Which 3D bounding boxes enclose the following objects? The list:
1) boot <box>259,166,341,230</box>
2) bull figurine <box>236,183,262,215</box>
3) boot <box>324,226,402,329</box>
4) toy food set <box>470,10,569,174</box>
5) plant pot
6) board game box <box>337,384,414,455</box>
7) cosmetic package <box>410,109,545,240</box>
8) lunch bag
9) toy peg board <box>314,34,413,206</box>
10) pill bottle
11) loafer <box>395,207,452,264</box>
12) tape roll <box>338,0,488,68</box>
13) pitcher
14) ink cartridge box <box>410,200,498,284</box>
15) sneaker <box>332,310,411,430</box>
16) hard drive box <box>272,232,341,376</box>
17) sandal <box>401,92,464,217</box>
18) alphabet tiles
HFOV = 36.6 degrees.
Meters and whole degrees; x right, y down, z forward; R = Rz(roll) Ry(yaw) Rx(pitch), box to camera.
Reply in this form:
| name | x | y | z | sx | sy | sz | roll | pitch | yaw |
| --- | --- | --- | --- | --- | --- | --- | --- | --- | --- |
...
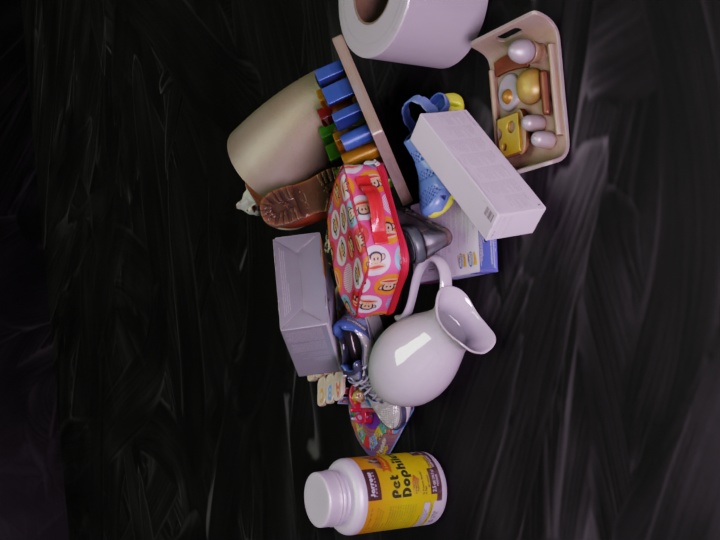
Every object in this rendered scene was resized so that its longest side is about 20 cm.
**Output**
| name | x | y | z | sx | sy | sz | roll | pitch | yaw |
| --- | --- | --- | --- | --- | --- | --- | --- | --- | --- |
| boot | -0.067 | -0.115 | 1.797 | 0.107 | 0.198 | 0.076 | 95 | 161 | -80 |
| bull figurine | -0.183 | -0.183 | 2.053 | 0.199 | 0.065 | 0.122 | -27 | 99 | 47 |
| boot | 0.000 | 0.000 | 1.759 | 0.150 | 0.072 | 0.203 | 8 | 105 | 64 |
| toy food set | 0.202 | -0.225 | 1.443 | 0.143 | 0.060 | 0.203 | -14 | 78 | 57 |
| plant pot | -0.096 | -0.240 | 1.845 | 0.200 | 0.186 | 0.189 | -46 | 50 | 31 |
| board game box | 0.017 | 0.208 | 1.753 | 0.159 | 0.039 | 0.201 | 59 | 137 | 41 |
| cosmetic package | 0.151 | -0.128 | 1.430 | 0.201 | 0.082 | 0.051 | 57 | 143 | 33 |
| lunch bag | 0.009 | -0.052 | 1.546 | 0.177 | 0.081 | 0.202 | 105 | 156 | -54 |
| toy peg board | -0.016 | -0.211 | 1.662 | 0.200 | 0.097 | 0.201 | 60 | -173 | -58 |
| pill bottle | 0.021 | 0.326 | 1.593 | 0.109 | 0.198 | 0.111 | -1 | 88 | 58 |
| loafer | 0.078 | -0.052 | 1.581 | 0.200 | 0.062 | 0.073 | -138 | 33 | -71 |
| tape roll | 0.074 | -0.403 | 1.584 | 0.202 | 0.138 | 0.206 | 0 | 90 | 58 |
| pitcher | 0.088 | 0.091 | 1.566 | 0.200 | 0.120 | 0.173 | -47 | 53 | 43 |
| ink cartridge box | 0.141 | -0.049 | 1.558 | 0.199 | 0.042 | 0.121 | -13 | 77 | 60 |
| sneaker | 0.008 | 0.156 | 1.659 | 0.077 | 0.085 | 0.202 | -25 | 89 | 37 |
| hard drive box | -0.082 | 0.057 | 1.715 | 0.200 | 0.076 | 0.158 | 79 | -176 | -65 |
| sandal | 0.096 | -0.171 | 1.557 | 0.079 | 0.086 | 0.202 | -29 | 53 | 49 |
| alphabet tiles | -0.053 | 0.128 | 1.857 | 0.200 | 0.014 | 0.198 | 150 | 123 | -64 |
